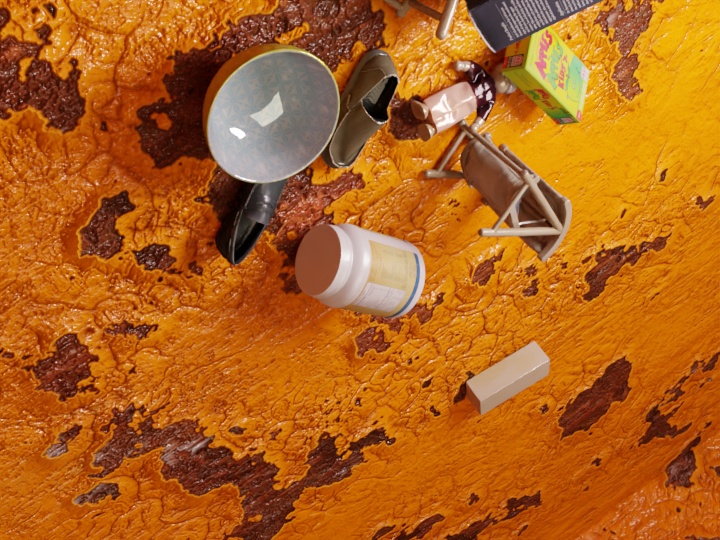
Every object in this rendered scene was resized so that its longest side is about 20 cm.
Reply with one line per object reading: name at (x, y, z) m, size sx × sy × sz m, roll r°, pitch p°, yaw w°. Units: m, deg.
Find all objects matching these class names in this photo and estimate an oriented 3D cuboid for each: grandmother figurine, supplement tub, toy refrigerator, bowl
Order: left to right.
bowl at (-0.139, -0.236, 1.136) m, size 0.199 × 0.108 × 0.201 m, roll -19°, pitch 134°, yaw -20°
supplement tub at (0.000, 0.000, 1.411) m, size 0.199 × 0.145 × 0.145 m, roll 14°, pitch 117°, yaw -41°
grandmother figurine at (0.181, -0.293, 1.349) m, size 0.199 × 0.061 × 0.122 m, roll -27°, pitch 124°, yaw -16°
toy refrigerator at (0.351, 0.255, 1.937) m, size 0.199 × 0.070 × 0.076 m, roll -29°, pitch 144°, yaw -10°

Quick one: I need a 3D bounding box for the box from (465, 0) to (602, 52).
box at (0.245, -0.432, 1.149) m, size 0.199 × 0.149 × 0.104 m, roll -20°, pitch 149°, yaw 24°

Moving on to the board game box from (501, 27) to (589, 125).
board game box at (0.318, -0.338, 1.374) m, size 0.199 × 0.047 × 0.102 m, roll 26°, pitch 73°, yaw -45°

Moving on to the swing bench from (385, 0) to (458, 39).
swing bench at (0.067, -0.451, 1.071) m, size 0.198 × 0.130 × 0.201 m, roll 18°, pitch 110°, yaw -42°

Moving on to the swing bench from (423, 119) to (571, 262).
swing bench at (0.252, -0.141, 1.423) m, size 0.199 × 0.199 × 0.130 m, roll 17°, pitch 116°, yaw -43°

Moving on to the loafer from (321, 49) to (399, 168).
loafer at (0.000, -0.240, 1.256) m, size 0.075 × 0.070 × 0.201 m, roll 4°, pitch 123°, yaw -37°

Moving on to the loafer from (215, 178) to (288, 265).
loafer at (-0.160, -0.097, 1.269) m, size 0.068 × 0.070 × 0.201 m, roll 15°, pitch 116°, yaw -42°
